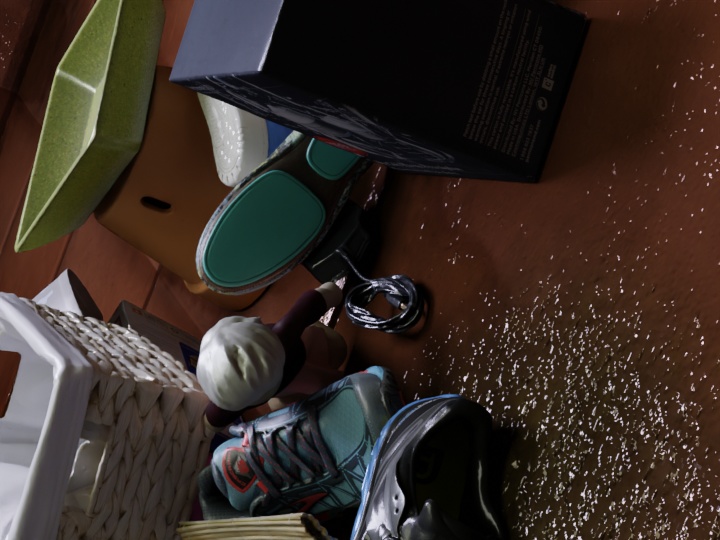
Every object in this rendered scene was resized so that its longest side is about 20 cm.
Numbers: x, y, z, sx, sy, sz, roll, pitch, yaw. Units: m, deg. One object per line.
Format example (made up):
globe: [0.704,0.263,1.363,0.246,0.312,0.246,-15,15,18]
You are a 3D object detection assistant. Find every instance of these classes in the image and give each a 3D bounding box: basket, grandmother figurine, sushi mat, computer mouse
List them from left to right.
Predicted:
basket: [-0.194,0.109,0.992,0.199,0.122,0.137,26,100,59]
grandmother figurine: [-0.053,0.057,0.898,0.122,0.060,0.200,-58,-9,4]
sushi mat: [-0.043,0.179,0.858,0.012,0.096,0.199,-51,14,-26]
computer mouse: [0.000,0.000,0.987,0.059,0.034,0.200,-42,30,0]

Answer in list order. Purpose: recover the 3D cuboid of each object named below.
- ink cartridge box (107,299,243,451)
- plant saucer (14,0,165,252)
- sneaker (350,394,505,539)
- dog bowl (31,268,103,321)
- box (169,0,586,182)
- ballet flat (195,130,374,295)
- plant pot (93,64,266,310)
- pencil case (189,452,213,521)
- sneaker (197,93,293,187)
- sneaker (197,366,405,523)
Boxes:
ink cartridge box: [-0.146,0.091,1.154,0.037,0.094,0.200,-56,24,7]
plant saucer: [-0.218,-0.133,1.204,0.200,0.047,0.202,-42,36,51]
sneaker: [0.027,0.155,0.735,0.083,0.070,0.202,141,146,-61]
dog bowl: [-0.220,0.101,1.200,0.058,0.202,0.200,-27,25,-6]
box: [0.002,-0.134,0.885,0.200,0.180,0.105,14,84,68]
ballet flat: [-0.040,-0.061,1.027,0.200,0.074,0.074,-46,21,-8]
plant pot: [-0.137,-0.082,1.221,0.200,0.139,0.202,-48,31,43]
pencil case: [-0.139,0.226,1.045,0.093,0.090,0.202,35,105,31]
sneaker: [-0.064,-0.145,1.133,0.077,0.110,0.202,-58,37,43]
sneaker: [-0.039,0.119,0.869,0.200,0.094,0.080,-44,59,54]
